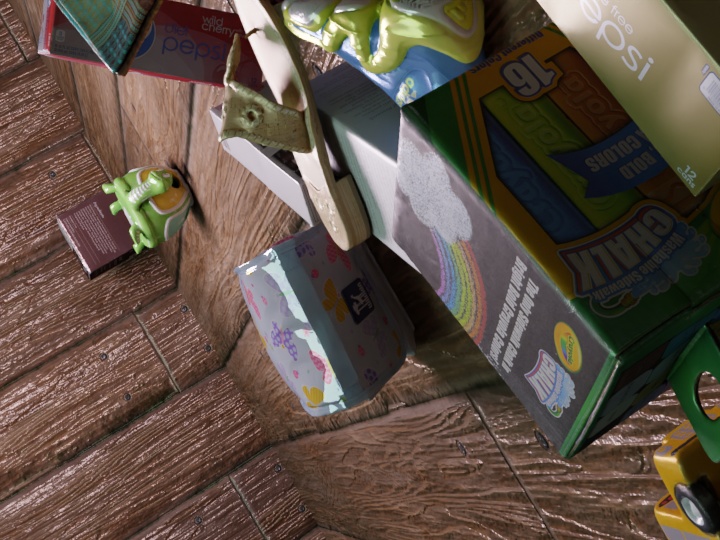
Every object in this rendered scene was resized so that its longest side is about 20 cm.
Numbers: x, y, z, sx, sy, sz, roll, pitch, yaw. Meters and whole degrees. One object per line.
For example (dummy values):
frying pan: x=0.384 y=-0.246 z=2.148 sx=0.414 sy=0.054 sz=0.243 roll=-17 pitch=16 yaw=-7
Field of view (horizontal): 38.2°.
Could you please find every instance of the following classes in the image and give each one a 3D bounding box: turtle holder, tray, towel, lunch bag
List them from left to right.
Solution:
towel: x=-0.194 y=-0.257 z=0.804 sx=0.022 sy=0.147 sz=0.200 roll=12 pitch=-153 yaw=-44
turtle holder: x=-0.371 y=-0.130 z=1.837 sx=0.141 sy=0.131 sz=0.186 roll=50 pitch=162 yaw=34
lunch bag: x=-0.040 y=0.046 z=1.031 sx=0.171 sy=0.126 sz=0.200 roll=62 pitch=175 yaw=-2
tray: x=0.000 y=0.000 z=1.090 sx=0.201 sy=0.022 sz=0.107 roll=60 pitch=164 yaw=0

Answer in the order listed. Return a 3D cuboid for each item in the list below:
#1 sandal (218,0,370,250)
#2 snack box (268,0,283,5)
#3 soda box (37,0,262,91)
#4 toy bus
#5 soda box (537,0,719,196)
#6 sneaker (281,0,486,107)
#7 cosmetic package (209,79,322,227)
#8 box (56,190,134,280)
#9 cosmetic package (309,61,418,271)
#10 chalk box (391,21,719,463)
sandal: x=-0.066 y=-0.100 z=0.747 sx=0.213 sy=0.069 sz=0.078 roll=64 pitch=164 yaw=-16
snack box: x=-0.098 y=-0.313 z=0.729 sx=0.169 sy=0.067 sz=0.201 roll=46 pitch=158 yaw=44
soda box: x=-0.187 y=-0.213 z=0.954 sx=0.063 sy=0.198 sz=0.071 roll=23 pitch=106 yaw=62
toy bus: x=0.231 y=0.172 z=0.586 sx=0.201 sy=0.065 sz=0.078 roll=60 pitch=167 yaw=-2
soda box: x=0.104 y=-0.134 z=0.408 sx=0.201 sy=0.067 sz=0.064 roll=56 pitch=165 yaw=14
sneaker: x=0.016 y=-0.138 z=0.673 sx=0.200 sy=0.075 sz=0.106 roll=31 pitch=149 yaw=60
cosmetic package: x=-0.061 y=-0.116 z=0.953 sx=0.200 sy=0.082 sz=0.051 roll=40 pitch=154 yaw=50
box: x=-0.639 y=-0.101 z=2.627 sx=0.165 sy=0.199 sz=0.166 roll=59 pitch=165 yaw=-1
cosmetic package: x=0.034 y=-0.073 z=0.744 sx=0.200 sy=0.071 sz=0.102 roll=42 pitch=157 yaw=49
chalk box: x=0.121 y=-0.003 z=0.500 sx=0.200 sy=0.123 sz=0.125 roll=52 pitch=163 yaw=22
